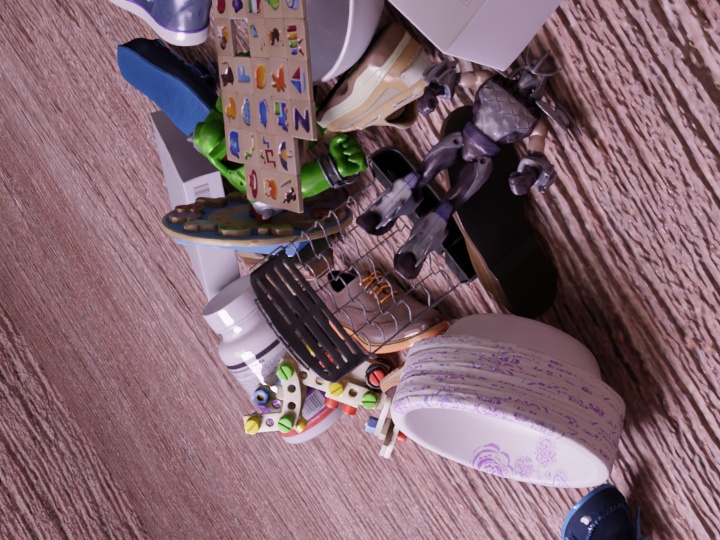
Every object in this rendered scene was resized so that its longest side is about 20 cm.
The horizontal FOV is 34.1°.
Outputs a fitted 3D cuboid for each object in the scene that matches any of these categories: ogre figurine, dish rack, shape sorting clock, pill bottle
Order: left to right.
[{"bbox_3d":[-0.106,-0.057,1.219,0.200,0.199,0.040,23,116,48],"label":"shape sorting clock"},{"bbox_3d":[-0.094,-0.132,1.176,0.200,0.120,0.098,47,174,11],"label":"ogre figurine"},{"bbox_3d":[-0.106,0.107,1.459,0.200,0.111,0.111,55,155,-17],"label":"pill bottle"},{"bbox_3d":[0.000,0.000,1.102,0.154,0.200,0.055,51,171,11],"label":"dish rack"}]

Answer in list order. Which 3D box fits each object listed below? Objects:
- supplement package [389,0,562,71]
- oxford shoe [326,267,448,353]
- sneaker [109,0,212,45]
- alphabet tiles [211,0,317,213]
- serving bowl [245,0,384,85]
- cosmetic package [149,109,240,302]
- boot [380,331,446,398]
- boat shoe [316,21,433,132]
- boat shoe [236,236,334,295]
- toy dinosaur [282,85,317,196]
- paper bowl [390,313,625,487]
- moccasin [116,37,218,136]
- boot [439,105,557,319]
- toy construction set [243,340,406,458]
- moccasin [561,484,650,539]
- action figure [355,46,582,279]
[{"bbox_3d":[0.045,-0.244,0.792,0.200,0.114,0.110,48,112,18],"label":"supplement package"},{"bbox_3d":[0.018,0.039,1.252,0.200,0.071,0.073,7,118,55],"label":"oxford shoe"},{"bbox_3d":[-0.219,-0.342,1.229,0.200,0.080,0.147,43,143,32],"label":"sneaker"},{"bbox_3d":[-0.085,-0.156,1.042,0.167,0.008,0.201,18,117,55],"label":"alphabet tiles"},{"bbox_3d":[-0.036,-0.262,0.988,0.200,0.065,0.201,38,137,46],"label":"serving bowl"},{"bbox_3d":[-0.204,-0.083,1.465,0.201,0.051,0.151,85,159,-44],"label":"cosmetic package"},{"bbox_3d":[0.106,0.154,1.226,0.167,0.072,0.200,52,157,2],"label":"boot"},{"bbox_3d":[0.016,-0.151,1.042,0.076,0.072,0.200,34,168,-10],"label":"boat shoe"},{"bbox_3d":[-0.080,-0.013,1.366,0.074,0.075,0.200,61,162,-22],"label":"boat shoe"},{"bbox_3d":[-0.060,-0.170,1.091,0.088,0.047,0.201,91,179,-51],"label":"toy dinosaur"},{"bbox_3d":[0.134,0.111,1.039,0.199,0.105,0.201,16,157,7],"label":"paper bowl"},{"bbox_3d":[-0.198,-0.216,1.337,0.200,0.068,0.081,43,143,23],"label":"moccasin"},{"bbox_3d":[0.103,-0.051,1.012,0.075,0.073,0.201,29,146,59],"label":"boot"},{"bbox_3d":[-0.028,0.154,1.374,0.092,0.199,0.132,-124,51,-75],"label":"toy construction set"},{"bbox_3d":[0.242,0.272,1.115,0.068,0.080,0.200,53,171,39],"label":"moccasin"},{"bbox_3d":[0.084,-0.090,0.909,0.130,0.069,0.200,44,108,14],"label":"action figure"}]
